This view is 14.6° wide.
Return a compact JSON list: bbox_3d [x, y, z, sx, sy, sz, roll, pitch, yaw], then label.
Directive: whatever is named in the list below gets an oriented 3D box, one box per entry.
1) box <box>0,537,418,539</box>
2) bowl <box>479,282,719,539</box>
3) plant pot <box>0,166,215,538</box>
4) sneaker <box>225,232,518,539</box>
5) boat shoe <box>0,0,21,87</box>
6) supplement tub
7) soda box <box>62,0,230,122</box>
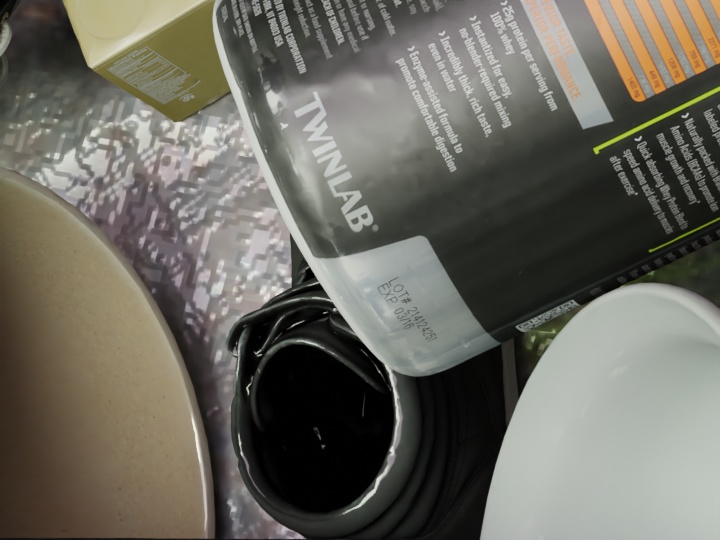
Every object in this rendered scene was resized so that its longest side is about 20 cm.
[{"bbox_3d":[-0.053,0.135,0.730,0.106,0.200,0.122,-170,83,-69],"label":"box"},{"bbox_3d":[0.106,0.105,0.719,0.090,0.201,0.201,3,73,-20],"label":"bowl"},{"bbox_3d":[-0.181,0.078,0.878,0.200,0.187,0.187,-14,71,35],"label":"plant pot"},{"bbox_3d":[0.000,0.000,0.849,0.071,0.099,0.200,-16,69,21],"label":"sneaker"},{"bbox_3d":[-0.130,-0.074,0.902,0.063,0.073,0.200,56,143,8],"label":"boat shoe"},{"bbox_3d":[0.073,-0.065,0.741,0.200,0.123,0.123,-25,68,8],"label":"supplement tub"},{"bbox_3d":[-0.003,-0.130,0.904,0.200,0.064,0.068,-29,67,14],"label":"soda box"}]
